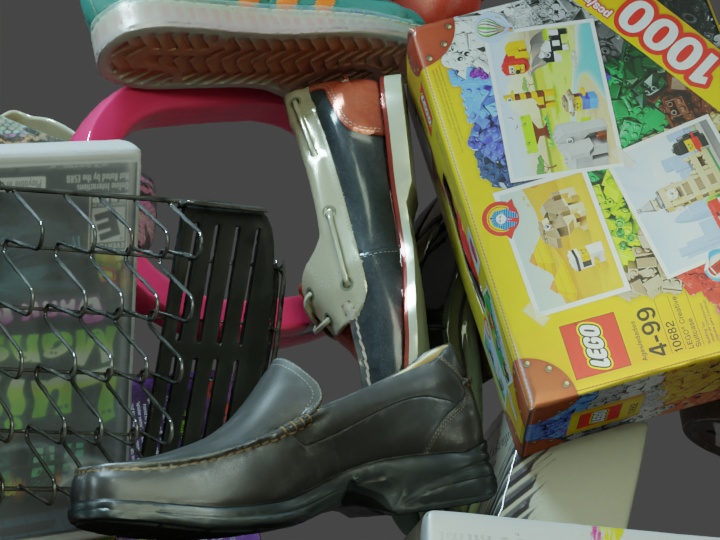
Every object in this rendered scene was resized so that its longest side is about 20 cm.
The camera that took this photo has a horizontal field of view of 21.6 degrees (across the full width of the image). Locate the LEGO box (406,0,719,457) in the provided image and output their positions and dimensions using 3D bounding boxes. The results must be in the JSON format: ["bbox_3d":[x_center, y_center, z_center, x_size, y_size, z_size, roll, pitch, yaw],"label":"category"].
[{"bbox_3d":[0.118,-0.032,0.909,0.147,0.077,0.202,-15,68,-5],"label":"LEGO box"}]

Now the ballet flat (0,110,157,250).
[{"bbox_3d":[-0.194,-0.060,0.951,0.198,0.069,0.072,23,41,-10],"label":"ballet flat"}]

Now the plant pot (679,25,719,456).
[{"bbox_3d":[0.235,-0.001,1.003,0.185,0.187,0.202,18,74,-8],"label":"plant pot"}]

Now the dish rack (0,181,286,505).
[{"bbox_3d":[-0.119,0.037,0.802,0.198,0.054,0.155,4,104,-31],"label":"dish rack"}]

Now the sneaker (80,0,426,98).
[{"bbox_3d":[-0.049,-0.136,0.953,0.198,0.071,0.081,2,62,-36],"label":"sneaker"}]

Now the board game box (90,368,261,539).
[{"bbox_3d":[-0.103,0.147,0.889,0.119,0.032,0.202,-4,66,-15],"label":"board game box"}]

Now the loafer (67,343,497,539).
[{"bbox_3d":[-0.034,0.075,0.810,0.198,0.073,0.073,-3,83,-34],"label":"loafer"}]

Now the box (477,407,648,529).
[{"bbox_3d":[0.078,0.162,0.909,0.068,0.082,0.201,21,58,-6],"label":"box"}]

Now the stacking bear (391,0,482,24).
[{"bbox_3d":[-0.025,-0.172,1.035,0.198,0.122,0.114,22,46,-16],"label":"stacking bear"}]

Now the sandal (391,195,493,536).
[{"bbox_3d":[0.050,0.045,0.972,0.057,0.080,0.203,17,65,-29],"label":"sandal"}]

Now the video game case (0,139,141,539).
[{"bbox_3d":[-0.190,0.039,0.807,0.198,0.023,0.184,-4,107,-29],"label":"video game case"}]

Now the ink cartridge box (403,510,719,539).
[{"bbox_3d":[0.115,0.178,0.826,0.198,0.068,0.116,7,61,-13],"label":"ink cartridge box"}]

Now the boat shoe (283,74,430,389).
[{"bbox_3d":[0.000,0.000,0.919,0.062,0.071,0.202,-6,73,3],"label":"boat shoe"}]

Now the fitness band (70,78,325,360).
[{"bbox_3d":[-0.060,-0.031,0.956,0.199,0.037,0.145,-7,71,-42],"label":"fitness band"}]
